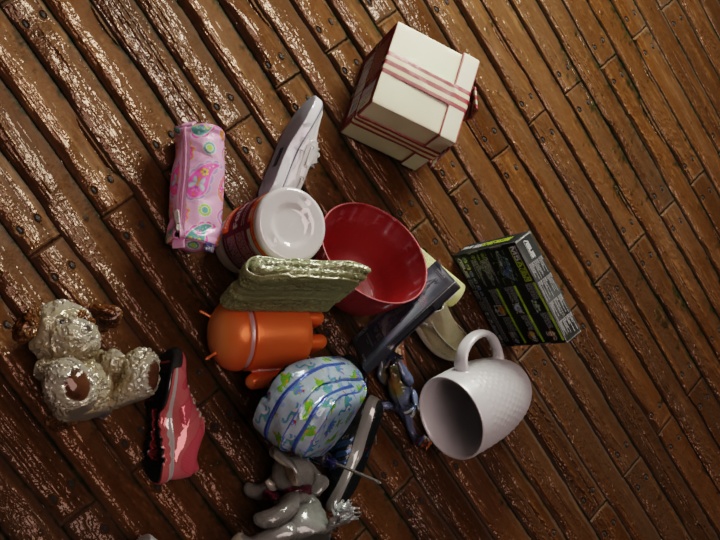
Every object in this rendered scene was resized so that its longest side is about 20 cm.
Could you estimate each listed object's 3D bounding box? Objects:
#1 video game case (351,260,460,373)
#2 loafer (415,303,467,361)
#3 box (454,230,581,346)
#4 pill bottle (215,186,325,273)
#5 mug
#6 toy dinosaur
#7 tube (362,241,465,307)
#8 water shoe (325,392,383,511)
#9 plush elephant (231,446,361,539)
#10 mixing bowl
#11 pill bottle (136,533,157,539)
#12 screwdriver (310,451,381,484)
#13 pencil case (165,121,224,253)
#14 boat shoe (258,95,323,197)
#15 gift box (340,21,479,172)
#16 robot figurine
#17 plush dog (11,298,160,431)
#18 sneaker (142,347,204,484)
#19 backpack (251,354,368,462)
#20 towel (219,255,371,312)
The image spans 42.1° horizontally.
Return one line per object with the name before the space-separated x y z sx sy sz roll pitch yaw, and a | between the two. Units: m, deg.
video game case | 0.070 0.073 1.525 0.200 0.143 0.019 -44 105 4
loafer | 0.128 0.081 1.634 0.200 0.068 0.076 42 38 -17
box | 0.274 0.038 1.662 0.047 0.193 0.201 -33 99 -29
pill bottle | -0.146 -0.054 1.434 0.113 0.199 0.116 5 81 -29
mug | 0.209 0.202 1.623 0.174 0.147 0.202 -19 108 -41
toy dinosaur | 0.083 0.210 1.598 0.201 0.104 0.182 -55 128 -34
tube | 0.097 -0.013 1.657 0.199 0.052 0.058 37 26 -17
water shoe | -0.028 0.293 1.541 0.078 0.071 0.202 21 88 19
plush elephant | -0.115 0.355 1.439 0.199 0.156 0.165 -30 144 3
mixing bowl | 0.000 0.000 1.543 0.199 0.109 0.201 20 45 -21
pill bottle | -0.264 0.480 1.350 0.200 0.113 0.113 48 64 -14
screwdriver | -0.029 0.309 1.456 0.028 0.199 0.029 -12 106 -35
pencil case | -0.255 -0.126 1.448 0.087 0.087 0.202 8 79 -28
boat shoe | -0.103 -0.192 1.558 0.065 0.073 0.201 30 80 -27
gift box | 0.086 -0.277 1.612 0.185 0.184 0.202 22 77 -16
robot figurine | -0.154 0.097 1.461 0.198 0.117 0.145 1 111 -30
plush dog | -0.406 0.123 1.323 0.199 0.160 0.173 -2 68 -57
sneaker | -0.276 0.218 1.413 0.086 0.073 0.202 8 83 -42
backpack | -0.077 0.206 1.414 0.164 0.154 0.200 -52 145 8
towel | -0.097 0.022 1.374 0.198 0.148 0.037 0 66 -27
